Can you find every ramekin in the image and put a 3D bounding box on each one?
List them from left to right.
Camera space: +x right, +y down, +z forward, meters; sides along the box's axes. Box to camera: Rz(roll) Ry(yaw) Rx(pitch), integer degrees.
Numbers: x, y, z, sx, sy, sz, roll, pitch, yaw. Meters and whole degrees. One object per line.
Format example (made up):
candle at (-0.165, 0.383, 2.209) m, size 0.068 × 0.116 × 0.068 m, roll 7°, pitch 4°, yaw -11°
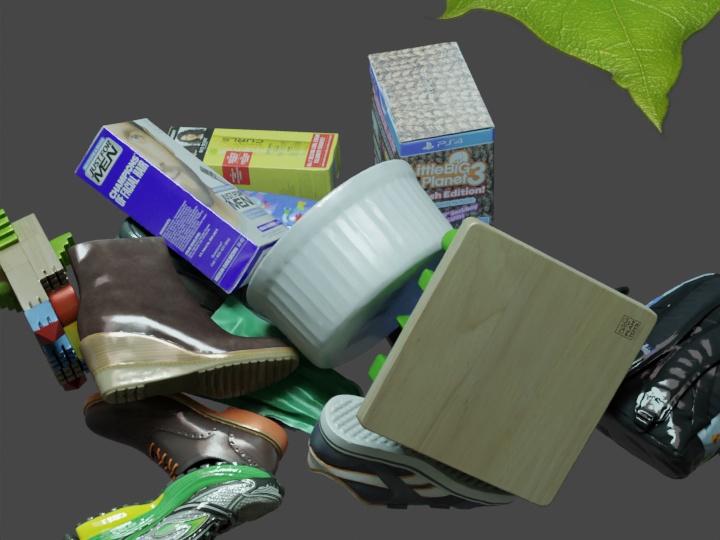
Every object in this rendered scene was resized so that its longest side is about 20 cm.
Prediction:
ramekin at (0.000, 0.000, 1.430) m, size 0.200 × 0.201 × 0.098 m, roll -34°, pitch 75°, yaw -30°

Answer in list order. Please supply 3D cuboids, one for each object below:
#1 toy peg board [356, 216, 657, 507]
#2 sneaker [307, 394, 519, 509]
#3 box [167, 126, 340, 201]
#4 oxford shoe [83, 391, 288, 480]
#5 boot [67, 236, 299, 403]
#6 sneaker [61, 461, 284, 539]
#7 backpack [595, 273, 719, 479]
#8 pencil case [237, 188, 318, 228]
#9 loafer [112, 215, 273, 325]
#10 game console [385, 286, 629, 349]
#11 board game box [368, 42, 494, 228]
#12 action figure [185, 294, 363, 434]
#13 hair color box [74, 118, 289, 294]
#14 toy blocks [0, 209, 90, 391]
toy peg board at (0.118, 0.070, 1.349) m, size 0.199 × 0.201 × 0.098 m, roll 25°, pitch 10°, yaw -20°
sneaker at (0.047, 0.175, 1.389) m, size 0.199 × 0.080 × 0.079 m, roll 20°, pitch 42°, yaw -11°
box at (-0.126, -0.121, 1.749) m, size 0.199 × 0.050 × 0.075 m, roll 4°, pitch 41°, yaw 9°
oxford shoe at (-0.172, 0.159, 1.421) m, size 0.199 × 0.071 × 0.073 m, roll 9°, pitch 48°, yaw 14°
boot at (-0.166, 0.036, 1.428) m, size 0.199 × 0.072 × 0.167 m, roll -5°, pitch 58°, yaw -19°
sneaker at (-0.155, 0.237, 1.338) m, size 0.199 × 0.078 × 0.085 m, roll -25°, pitch 52°, yaw -10°
backpack at (0.310, 0.091, 1.422) m, size 0.200 × 0.154 × 0.163 m, roll -47°, pitch 51°, yaw -12°
pencil case at (-0.070, -0.034, 1.626) m, size 0.199 × 0.078 × 0.087 m, roll 12°, pitch 51°, yaw 17°
loafer at (-0.165, 0.018, 1.549) m, size 0.200 × 0.063 × 0.072 m, roll 32°, pitch 25°, yaw -14°
game console at (0.135, 0.034, 1.504) m, size 0.199 × 0.117 × 0.176 m, roll -17°, pitch 43°, yaw -15°
board game box at (0.074, -0.108, 1.606) m, size 0.096 × 0.201 × 0.160 m, roll -10°, pitch 42°, yaw -7°
action figure at (-0.069, 0.113, 1.467) m, size 0.199 × 0.055 × 0.118 m, roll 25°, pitch 62°, yaw 14°
hair color box at (-0.175, -0.068, 1.536) m, size 0.200 × 0.065 × 0.109 m, roll 36°, pitch 17°, yaw 7°
toy blocks at (-0.295, 0.046, 1.485) m, size 0.100 × 0.200 × 0.137 m, roll -27°, pitch 58°, yaw -12°
